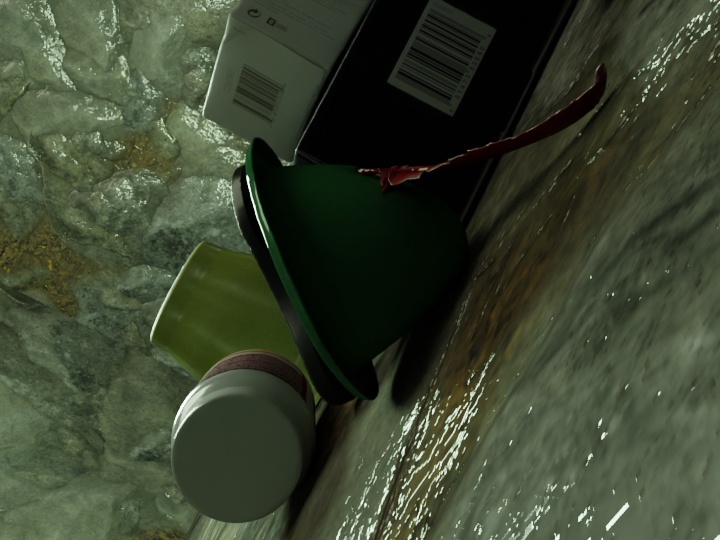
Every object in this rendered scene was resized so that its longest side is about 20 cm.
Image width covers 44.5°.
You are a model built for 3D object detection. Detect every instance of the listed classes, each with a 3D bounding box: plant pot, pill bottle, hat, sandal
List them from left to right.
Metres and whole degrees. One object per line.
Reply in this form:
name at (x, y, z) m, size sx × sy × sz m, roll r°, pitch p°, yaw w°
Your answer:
pill bottle at (-0.094, 0.133, 0.733) m, size 0.114 × 0.114 × 0.200 m, roll -62°, pitch 3°, yaw 0°
plant pot at (-0.122, 0.065, 0.989) m, size 0.201 × 0.193 × 0.200 m, roll -62°, pitch 4°, yaw 7°
sandal at (-0.039, 0.003, 0.662) m, size 0.045 × 0.200 × 0.075 m, roll -32°, pitch -18°, yaw 19°
hat at (0.047, -0.032, 0.500) m, size 0.176 × 0.166 × 0.200 m, roll -26°, pitch 28°, yaw 7°

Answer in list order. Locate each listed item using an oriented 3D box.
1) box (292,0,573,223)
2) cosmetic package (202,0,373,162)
box at (0.042, -0.123, 0.664) m, size 0.200 × 0.124 × 0.197 m, roll -63°, pitch 2°, yaw -9°
cosmetic package at (-0.035, -0.195, 0.673) m, size 0.200 × 0.081 × 0.113 m, roll -63°, pitch 3°, yaw -34°
